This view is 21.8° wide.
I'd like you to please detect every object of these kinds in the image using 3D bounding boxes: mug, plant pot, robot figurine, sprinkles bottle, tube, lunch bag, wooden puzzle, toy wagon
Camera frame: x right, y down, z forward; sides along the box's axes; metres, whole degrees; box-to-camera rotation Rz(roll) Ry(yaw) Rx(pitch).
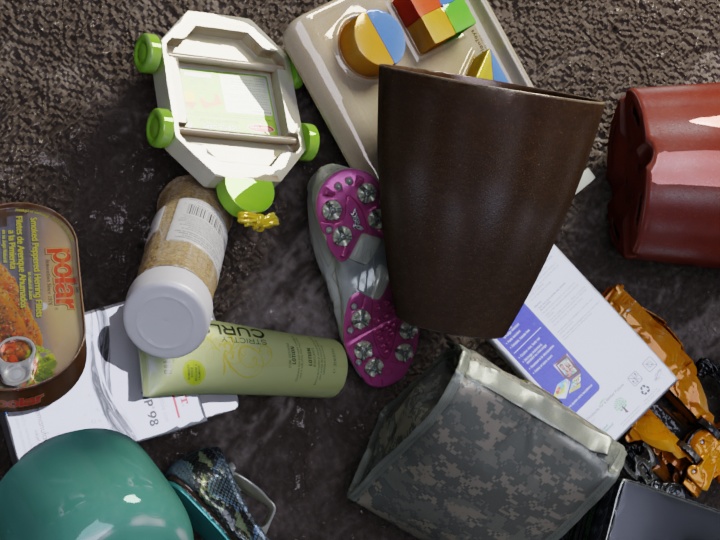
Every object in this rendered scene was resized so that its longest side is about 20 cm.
[{"bbox_3d":[-0.206,0.231,1.474,0.151,0.114,0.186,-23,133,-23],"label":"mug"},{"bbox_3d":[0.091,-0.053,1.517,0.185,0.187,0.202,7,98,-13],"label":"plant pot"},{"bbox_3d":[0.261,0.117,1.663,0.145,0.058,0.200,-45,95,-14],"label":"robot figurine"},{"bbox_3d":[-0.143,-0.007,1.501,0.067,0.201,0.069,1,117,2],"label":"sprinkles bottle"},{"bbox_3d":[-0.100,0.074,1.536,0.199,0.058,0.052,9,114,-39],"label":"tube"},{"bbox_3d":[0.108,0.149,1.538,0.163,0.200,0.118,32,50,-8],"label":"lunch bag"},{"bbox_3d":[0.055,-0.172,1.629,0.199,0.046,0.187,-30,92,-29],"label":"wooden puzzle"},{"bbox_3d":[-0.109,-0.122,1.567,0.154,0.040,0.202,3,66,-34],"label":"toy wagon"},{"bbox_3d":[0.325,-0.083,1.643,0.193,0.201,0.203,1,84,-6],"label":"plant pot"}]

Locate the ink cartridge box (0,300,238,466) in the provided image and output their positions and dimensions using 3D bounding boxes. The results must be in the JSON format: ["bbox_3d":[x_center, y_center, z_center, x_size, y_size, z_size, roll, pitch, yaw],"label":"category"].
[{"bbox_3d":[-0.201,0.087,1.542,0.198,0.067,0.117,-16,87,-15],"label":"ink cartridge box"}]

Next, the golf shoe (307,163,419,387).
[{"bbox_3d":[0.000,0.000,1.605,0.075,0.091,0.202,-16,111,-15],"label":"golf shoe"}]

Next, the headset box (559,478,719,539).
[{"bbox_3d":[0.252,0.243,1.573,0.172,0.200,0.094,19,80,-11],"label":"headset box"}]

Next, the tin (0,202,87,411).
[{"bbox_3d":[-0.274,0.028,1.490,0.111,0.042,0.201,-9,48,-4],"label":"tin"}]

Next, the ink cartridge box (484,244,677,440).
[{"bbox_3d":[0.169,0.054,1.605,0.099,0.039,0.200,-42,90,-4],"label":"ink cartridge box"}]

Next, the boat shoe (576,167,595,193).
[{"bbox_3d":[0.112,-0.051,1.631,0.199,0.075,0.062,-34,89,-6],"label":"boat shoe"}]

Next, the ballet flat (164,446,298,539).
[{"bbox_3d":[-0.083,0.230,1.560,0.074,0.074,0.201,-38,97,-15],"label":"ballet flat"}]
